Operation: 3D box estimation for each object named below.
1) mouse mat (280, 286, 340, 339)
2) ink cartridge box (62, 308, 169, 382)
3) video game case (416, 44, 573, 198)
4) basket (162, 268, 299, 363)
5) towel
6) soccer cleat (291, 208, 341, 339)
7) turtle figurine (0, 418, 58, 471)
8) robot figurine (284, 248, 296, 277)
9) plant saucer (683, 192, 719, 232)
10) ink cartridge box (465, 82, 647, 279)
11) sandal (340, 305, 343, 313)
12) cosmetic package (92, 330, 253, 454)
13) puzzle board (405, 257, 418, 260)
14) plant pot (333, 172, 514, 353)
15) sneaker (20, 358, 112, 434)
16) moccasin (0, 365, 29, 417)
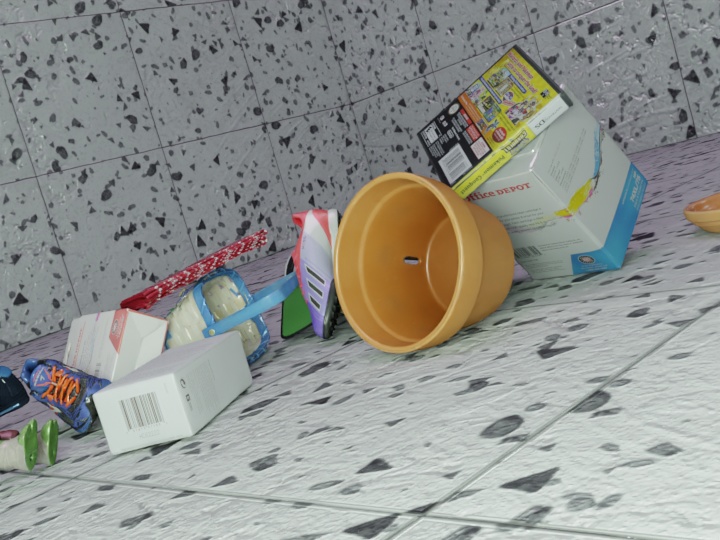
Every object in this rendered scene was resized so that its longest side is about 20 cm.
[{"bbox_3d":[-0.036,0.014,1.384,0.199,0.008,0.161,-28,31,15],"label":"mouse mat"},{"bbox_3d":[-0.347,0.122,1.276,0.067,0.117,0.199,19,-17,-35],"label":"ink cartridge box"},{"bbox_3d":[0.163,-0.191,1.174,0.181,0.025,0.200,-41,27,14],"label":"video game case"},{"bbox_3d":[-0.176,0.062,1.302,0.199,0.140,0.176,-24,5,12],"label":"basket"},{"bbox_3d":[-0.231,0.003,1.271,0.199,0.023,0.144,-31,8,-26],"label":"towel"},{"bbox_3d":[-0.064,0.004,1.298,0.072,0.202,0.068,1,-27,-1],"label":"soccer cleat"},{"bbox_3d":[-0.434,0.157,0.994,0.192,0.145,0.201,1,50,1],"label":"turtle figurine"},{"bbox_3d":[-0.056,0.009,1.551,0.149,0.126,0.200,-15,5,-18],"label":"robot figurine"},{"bbox_3d":[0.531,-0.089,1.213,0.199,0.038,0.200,-18,6,2],"label":"plant saucer"},{"bbox_3d":[0.244,-0.109,1.196,0.146,0.200,0.147,-9,48,50],"label":"ink cartridge box"},{"bbox_3d":[0.000,0.000,1.288,0.053,0.081,0.200,1,25,0],"label":"sandal"},{"bbox_3d":[-0.206,0.134,1.047,0.101,0.072,0.200,-15,6,15],"label":"cosmetic package"},{"bbox_3d":[0.117,-0.058,1.272,0.199,0.018,0.151,3,-31,-40],"label":"puzzle board"},{"bbox_3d":[0.085,-0.008,1.068,0.139,0.202,0.199,0,-7,-43],"label":"plant pot"},{"bbox_3d":[-0.380,0.153,1.168,0.078,0.076,0.199,33,-19,-33],"label":"sneaker"},{"bbox_3d":[-0.512,0.210,1.189,0.200,0.068,0.081,-39,14,16],"label":"moccasin"}]
